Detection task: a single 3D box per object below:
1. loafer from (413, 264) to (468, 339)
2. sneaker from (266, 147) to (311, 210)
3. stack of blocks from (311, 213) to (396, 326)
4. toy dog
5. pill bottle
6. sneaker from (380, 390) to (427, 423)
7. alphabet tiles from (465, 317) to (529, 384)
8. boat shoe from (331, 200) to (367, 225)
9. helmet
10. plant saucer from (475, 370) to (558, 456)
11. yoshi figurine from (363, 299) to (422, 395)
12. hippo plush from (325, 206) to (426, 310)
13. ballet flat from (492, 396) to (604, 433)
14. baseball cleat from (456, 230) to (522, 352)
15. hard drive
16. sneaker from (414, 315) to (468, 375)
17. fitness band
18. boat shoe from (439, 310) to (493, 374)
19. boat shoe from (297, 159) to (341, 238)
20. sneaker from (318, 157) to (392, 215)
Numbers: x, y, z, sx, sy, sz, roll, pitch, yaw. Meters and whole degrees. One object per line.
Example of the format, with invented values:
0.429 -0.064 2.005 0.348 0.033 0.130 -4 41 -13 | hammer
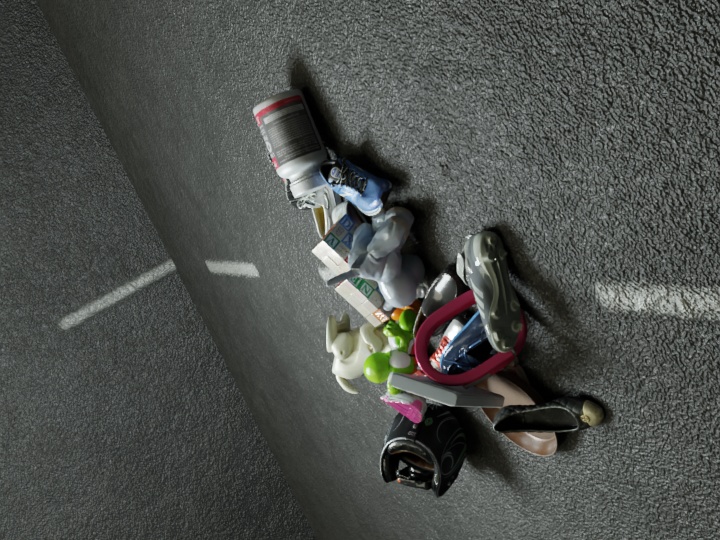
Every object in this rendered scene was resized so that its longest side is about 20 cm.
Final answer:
0.150 0.069 1.566 0.073 0.072 0.201 41 146 23 | loafer
-0.145 -0.226 1.841 0.091 0.078 0.201 -100 -11 -54 | sneaker
0.000 0.000 1.658 0.200 0.115 0.059 44 146 -8 | stack of blocks
0.034 0.177 1.826 0.139 0.198 0.196 25 -113 -71 | toy dog
-0.134 -0.256 1.685 0.111 0.110 0.202 -18 94 66 | pill bottle
0.101 0.255 1.727 0.081 0.089 0.200 36 173 -9 | sneaker
0.246 0.180 1.593 0.197 0.015 0.200 63 157 -9 | alphabet tiles
0.004 -0.051 1.734 0.204 0.074 0.065 68 161 -4 | boat shoe
0.144 0.393 1.837 0.198 0.191 0.202 10 114 24 | helmet
0.295 0.259 1.543 0.200 0.034 0.201 41 154 24 | plant saucer
0.061 0.153 1.690 0.111 0.201 0.112 -14 140 38 | yoshi figurine
0.067 -0.013 1.567 0.159 0.201 0.161 -31 112 37 | hippo plush
0.320 0.257 1.412 0.199 0.057 0.067 -14 108 37 | ballet flat
0.214 0.036 1.382 0.106 0.069 0.202 -12 83 63 | baseball cleat
0.158 0.214 1.470 0.131 0.199 0.027 14 89 34 | hard drive
0.163 0.177 1.602 0.067 0.107 0.202 46 154 26 | sneaker
0.187 0.114 1.411 0.144 0.199 0.037 61 -173 26 | fitness band
0.203 0.143 1.488 0.069 0.083 0.201 61 146 31 | boat shoe
-0.096 -0.158 1.783 0.074 0.086 0.203 29 140 48 | boat shoe
-0.017 -0.166 1.589 0.089 0.079 0.199 24 -177 -40 | sneaker
